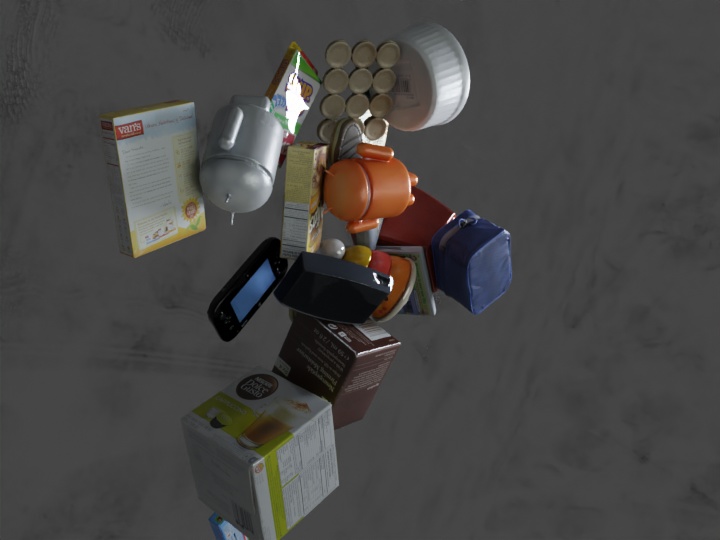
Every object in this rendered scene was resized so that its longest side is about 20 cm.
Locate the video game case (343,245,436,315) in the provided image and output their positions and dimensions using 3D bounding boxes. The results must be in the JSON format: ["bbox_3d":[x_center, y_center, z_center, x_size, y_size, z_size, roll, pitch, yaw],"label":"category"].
[{"bbox_3d":[0.066,0.024,1.463,0.022,0.180,0.201,-69,153,-42],"label":"video game case"}]

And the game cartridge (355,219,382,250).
[{"bbox_3d":[0.028,-0.145,1.384,0.134,0.041,0.202,90,12,-55],"label":"game cartridge"}]

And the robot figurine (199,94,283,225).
[{"bbox_3d":[-0.183,-0.175,1.018,0.170,0.111,0.202,70,26,-64],"label":"robot figurine"}]

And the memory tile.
[{"bbox_3d":[-0.005,-0.335,1.240,0.151,0.017,0.202,-9,132,-23],"label":"memory tile"}]

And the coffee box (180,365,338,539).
[{"bbox_3d":[-0.177,0.332,1.203,0.197,0.198,0.202,-31,128,-41],"label":"coffee box"}]

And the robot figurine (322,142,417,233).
[{"bbox_3d":[0.013,-0.154,1.227,0.198,0.118,0.144,-10,157,-36],"label":"robot figurine"}]

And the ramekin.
[{"bbox_3d":[0.105,-0.372,1.286,0.097,0.199,0.203,-30,129,-38],"label":"ramekin"}]

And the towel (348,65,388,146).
[{"bbox_3d":[0.020,-0.334,1.373,0.146,0.022,0.203,-9,113,-55],"label":"towel"}]

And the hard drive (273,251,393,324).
[{"bbox_3d":[-0.048,0.040,1.226,0.198,0.043,0.135,16,131,-30],"label":"hard drive"}]

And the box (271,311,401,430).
[{"bbox_3d":[-0.055,0.190,1.322,0.163,0.165,0.202,-5,126,-56],"label":"box"}]

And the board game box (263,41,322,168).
[{"bbox_3d":[-0.131,-0.291,1.158,0.095,0.030,0.202,41,68,-56],"label":"board game box"}]

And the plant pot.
[{"bbox_3d":[0.121,-0.062,1.508,0.200,0.175,0.201,-51,142,-31],"label":"plant pot"}]

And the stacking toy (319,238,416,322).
[{"bbox_3d":[0.000,0.000,1.326,0.199,0.146,0.147,30,76,-19],"label":"stacking toy"}]

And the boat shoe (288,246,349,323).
[{"bbox_3d":[-0.074,0.030,1.356,0.201,0.063,0.074,-54,143,-28],"label":"boat shoe"}]

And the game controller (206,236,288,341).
[{"bbox_3d":[-0.199,0.033,1.188,0.201,0.042,0.105,-53,143,-28],"label":"game controller"}]

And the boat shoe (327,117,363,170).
[{"bbox_3d":[-0.044,-0.207,1.282,0.071,0.076,0.202,-20,133,-32],"label":"boat shoe"}]

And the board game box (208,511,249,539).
[{"bbox_3d":[-0.219,0.497,1.377,0.200,0.036,0.153,-41,136,-39],"label":"board game box"}]

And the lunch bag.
[{"bbox_3d":[0.230,-0.027,1.408,0.135,0.132,0.202,-33,134,-24],"label":"lunch bag"}]

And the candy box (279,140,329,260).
[{"bbox_3d":[-0.102,-0.130,1.210,0.116,0.055,0.203,-56,153,-71],"label":"candy box"}]

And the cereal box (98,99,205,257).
[{"bbox_3d":[-0.297,-0.137,0.960,0.143,0.039,0.203,-30,127,-49],"label":"cereal box"}]
